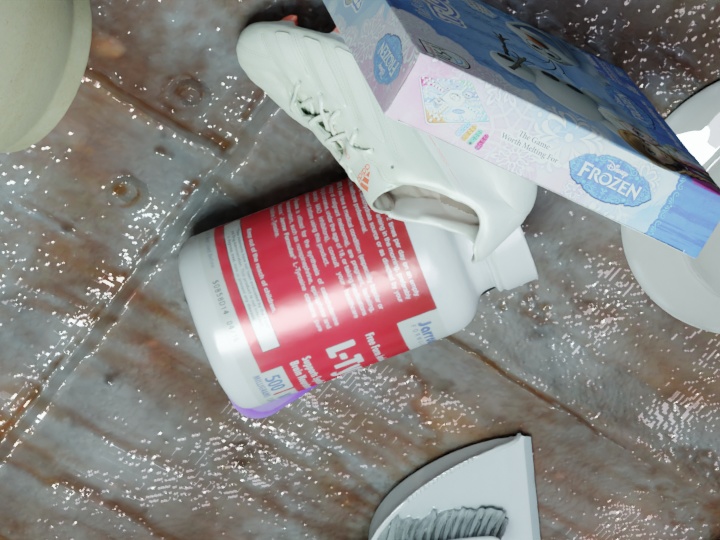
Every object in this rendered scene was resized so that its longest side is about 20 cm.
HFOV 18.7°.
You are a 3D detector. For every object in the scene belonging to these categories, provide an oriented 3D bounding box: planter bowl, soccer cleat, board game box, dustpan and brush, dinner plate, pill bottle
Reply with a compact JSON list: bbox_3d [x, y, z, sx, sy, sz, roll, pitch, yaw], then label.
[{"bbox_3d":[-0.232,-0.133,1.177,0.135,0.200,0.200,13,122,-47],"label":"planter bowl"},{"bbox_3d":[0.007,-0.078,1.255,0.200,0.078,0.069,29,159,11],"label":"soccer cleat"},{"bbox_3d":[0.087,-0.100,1.224,0.199,0.200,0.043,22,109,-21],"label":"board game box"},{"bbox_3d":[0.027,0.194,1.476,0.200,0.057,0.140,-10,122,-3],"label":"dustpan and brush"},{"bbox_3d":[0.265,-0.038,1.395,0.200,0.024,0.200,-4,123,-7],"label":"dinner plate"},{"bbox_3d":[0.000,0.000,1.323,0.200,0.112,0.112,-21,122,4],"label":"pill bottle"}]

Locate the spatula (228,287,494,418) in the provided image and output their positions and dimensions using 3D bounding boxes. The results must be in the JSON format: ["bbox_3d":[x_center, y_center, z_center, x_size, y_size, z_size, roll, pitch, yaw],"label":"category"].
[{"bbox_3d":[0.006,0.038,1.401,0.200,0.021,0.057,-23,120,5],"label":"spatula"}]
